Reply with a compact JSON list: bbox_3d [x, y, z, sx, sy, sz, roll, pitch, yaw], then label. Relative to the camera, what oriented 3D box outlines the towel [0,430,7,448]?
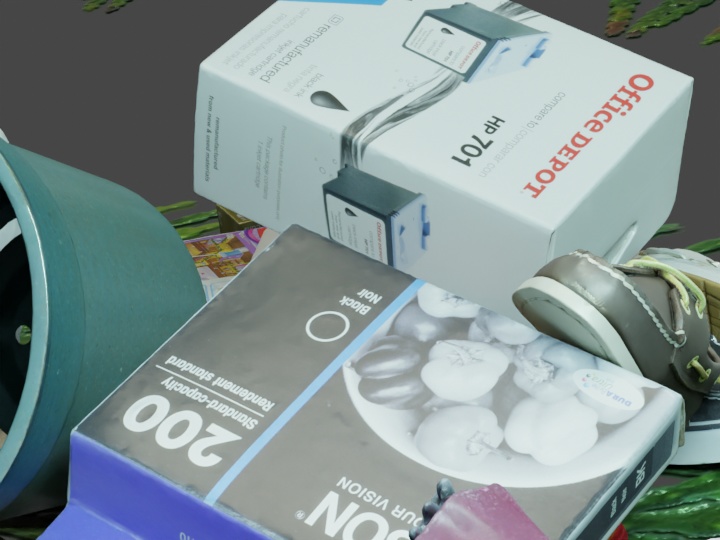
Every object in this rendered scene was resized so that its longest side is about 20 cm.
[{"bbox_3d":[-0.116,0.079,1.299,0.131,0.035,0.200,-3,16,21],"label":"towel"}]

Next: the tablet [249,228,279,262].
[{"bbox_3d":[0.000,0.000,1.280,0.129,0.014,0.200,-6,16,8],"label":"tablet"}]

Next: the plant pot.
[{"bbox_3d":[-0.169,0.025,1.056,0.199,0.202,0.196,-3,-4,24],"label":"plant pot"}]

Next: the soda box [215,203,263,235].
[{"bbox_3d":[0.017,-0.028,1.540,0.198,0.065,0.068,-13,15,-13],"label":"soda box"}]

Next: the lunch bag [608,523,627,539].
[{"bbox_3d":[0.005,0.091,1.083,0.175,0.083,0.200,-15,17,-16],"label":"lunch bag"}]

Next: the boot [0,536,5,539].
[{"bbox_3d":[-0.250,0.123,1.078,0.200,0.071,0.144,21,18,25],"label":"boot"}]

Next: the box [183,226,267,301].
[{"bbox_3d":[-0.082,0.022,1.348,0.136,0.039,0.200,-10,15,-3],"label":"box"}]

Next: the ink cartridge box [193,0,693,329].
[{"bbox_3d":[0.040,-0.065,1.213,0.199,0.086,0.146,24,45,23],"label":"ink cartridge box"}]

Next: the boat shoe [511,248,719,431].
[{"bbox_3d":[0.115,0.026,1.054,0.060,0.072,0.200,-47,-23,-3],"label":"boat shoe"}]

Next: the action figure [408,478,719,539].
[{"bbox_3d":[0.088,0.156,0.796,0.199,0.135,0.149,24,-11,13],"label":"action figure"}]

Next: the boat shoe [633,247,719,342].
[{"bbox_3d":[0.163,0.018,1.265,0.069,0.071,0.199,-21,18,-30],"label":"boat shoe"}]

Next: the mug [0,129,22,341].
[{"bbox_3d":[-0.254,0.007,1.272,0.147,0.177,0.200,17,12,19],"label":"mug"}]

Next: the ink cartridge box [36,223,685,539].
[{"bbox_3d":[-0.009,0.084,0.962,0.197,0.044,0.200,24,53,29],"label":"ink cartridge box"}]

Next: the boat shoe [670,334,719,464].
[{"bbox_3d":[0.134,0.044,1.195,0.071,0.068,0.199,-22,19,-36],"label":"boat shoe"}]
